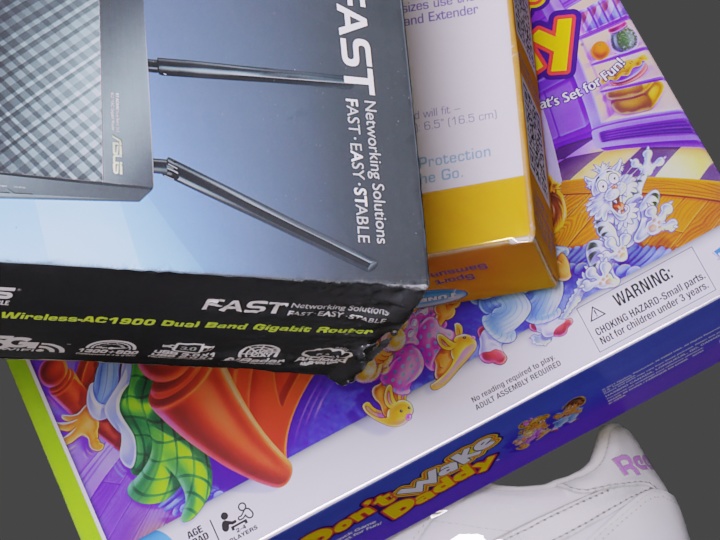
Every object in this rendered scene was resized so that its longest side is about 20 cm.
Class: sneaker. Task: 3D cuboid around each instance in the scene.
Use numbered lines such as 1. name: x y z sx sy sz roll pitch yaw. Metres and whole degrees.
1. sneaker: 0.002 0.103 0.791 0.199 0.075 0.100 -16 74 1

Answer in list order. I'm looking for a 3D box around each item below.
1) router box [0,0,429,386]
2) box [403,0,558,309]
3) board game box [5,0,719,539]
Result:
1. router box: -0.069 -0.076 0.677 0.149 0.062 0.201 3 66 -20
2. box: -0.014 -0.083 0.758 0.119 0.041 0.201 -9 65 12
3. board game box: 0.000 0.000 0.767 0.200 0.045 0.135 -29 65 3
